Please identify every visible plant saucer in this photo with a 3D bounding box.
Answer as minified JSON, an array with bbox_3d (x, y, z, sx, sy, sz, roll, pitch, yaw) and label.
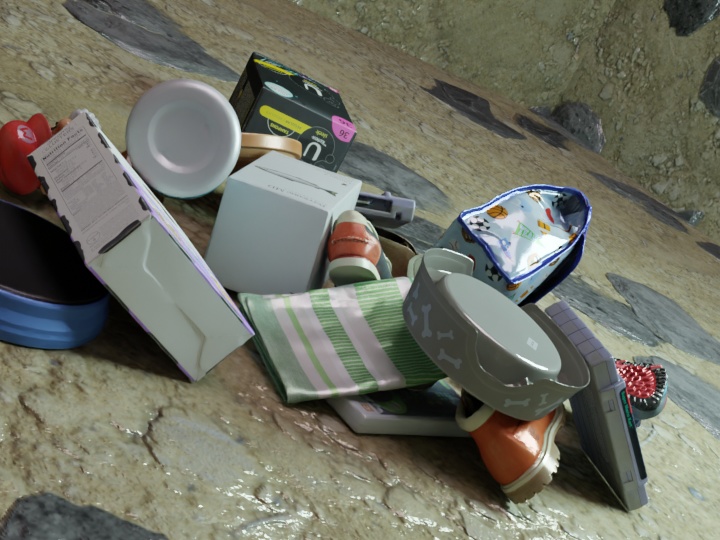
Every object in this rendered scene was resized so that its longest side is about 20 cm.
[{"bbox_3d":[-0.170,-0.138,1.553,0.198,0.033,0.200,-1,-2,0],"label":"plant saucer"}]

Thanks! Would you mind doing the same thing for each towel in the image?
[{"bbox_3d":[-0.007,0.063,1.253,0.198,0.024,0.153,-5,39,-27],"label":"towel"}]

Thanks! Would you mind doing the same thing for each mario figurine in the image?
[{"bbox_3d":[-0.280,-0.117,1.313,0.123,0.107,0.199,10,-3,34],"label":"mario figurine"}]

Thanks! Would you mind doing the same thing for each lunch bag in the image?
[{"bbox_3d":[0.172,-0.012,1.527,0.199,0.170,0.124,-28,77,-42],"label":"lunch bag"}]

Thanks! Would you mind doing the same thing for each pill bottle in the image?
[{"bbox_3d":[-0.179,-0.127,1.291,0.110,0.112,0.200,26,-2,-9],"label":"pill bottle"}]

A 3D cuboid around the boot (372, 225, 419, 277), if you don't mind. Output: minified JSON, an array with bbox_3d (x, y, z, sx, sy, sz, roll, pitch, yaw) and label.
[{"bbox_3d":[0.064,0.010,1.586,0.199,0.076,0.074,24,15,-20],"label":"boot"}]

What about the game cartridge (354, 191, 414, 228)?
[{"bbox_3d":[-0.040,-0.087,1.584,0.198,0.039,0.130,10,0,-8],"label":"game cartridge"}]

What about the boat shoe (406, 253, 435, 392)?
[{"bbox_3d":[0.069,0.064,1.352,0.071,0.061,0.202,10,37,2],"label":"boat shoe"}]

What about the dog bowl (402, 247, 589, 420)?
[{"bbox_3d":[0.126,0.065,1.241,0.199,0.059,0.200,33,20,-13],"label":"dog bowl"}]

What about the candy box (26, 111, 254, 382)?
[{"bbox_3d":[-0.195,-0.023,1.129,0.200,0.071,0.168,49,-4,49],"label":"candy box"}]

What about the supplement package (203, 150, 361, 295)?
[{"bbox_3d":[-0.082,-0.047,1.402,0.116,0.118,0.200,20,16,4],"label":"supplement package"}]

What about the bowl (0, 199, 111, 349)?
[{"bbox_3d":[-0.301,-0.007,1.081,0.199,0.040,0.201,27,16,-8],"label":"bowl"}]

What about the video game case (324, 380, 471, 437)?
[{"bbox_3d":[0.013,0.105,1.306,0.199,0.023,0.182,11,25,-48],"label":"video game case"}]

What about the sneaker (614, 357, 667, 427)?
[{"bbox_3d":[0.304,0.156,1.466,0.079,0.096,0.200,-15,4,-7],"label":"sneaker"}]

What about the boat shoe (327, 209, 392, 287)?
[{"bbox_3d":[0.000,0.000,1.388,0.070,0.063,0.200,-4,-21,7],"label":"boat shoe"}]

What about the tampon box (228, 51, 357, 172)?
[{"bbox_3d":[-0.109,-0.205,1.837,0.149,0.127,0.200,23,18,-19],"label":"tampon box"}]

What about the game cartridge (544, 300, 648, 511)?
[{"bbox_3d":[0.253,0.143,1.358,0.130,0.038,0.201,51,-17,58],"label":"game cartridge"}]

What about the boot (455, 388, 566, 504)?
[{"bbox_3d":[0.146,0.139,1.281,0.107,0.075,0.200,47,17,-6],"label":"boot"}]
